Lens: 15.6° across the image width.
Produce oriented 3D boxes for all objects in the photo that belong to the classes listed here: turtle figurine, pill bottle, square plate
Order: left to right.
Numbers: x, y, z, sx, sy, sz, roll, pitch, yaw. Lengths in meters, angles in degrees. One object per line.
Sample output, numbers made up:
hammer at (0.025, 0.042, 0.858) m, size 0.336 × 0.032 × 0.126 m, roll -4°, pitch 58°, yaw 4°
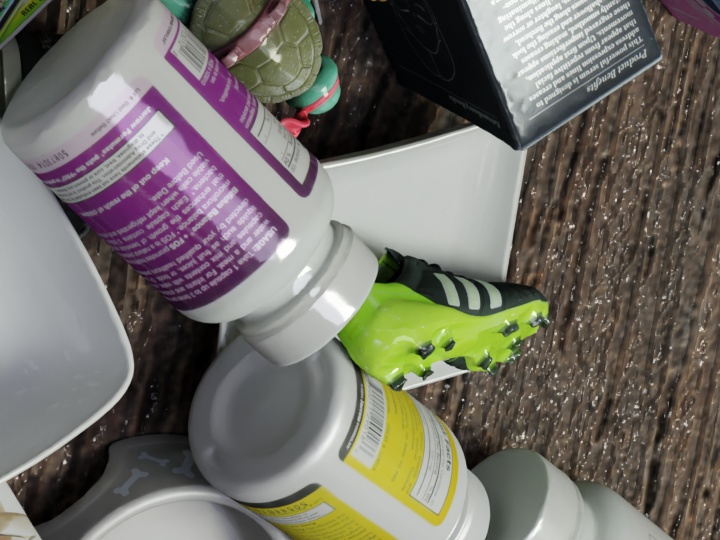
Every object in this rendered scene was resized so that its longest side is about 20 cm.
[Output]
pill bottle at (-0.086, -0.044, 1.401) m, size 0.112 × 0.112 × 0.200 m, roll -47°, pitch 111°, yaw -6°
turtle figurine at (-0.068, -0.146, 1.470) m, size 0.150 × 0.101 × 0.200 m, roll -47°, pitch 118°, yaw -6°
pill bottle at (-0.005, 0.117, 1.567) m, size 0.111 × 0.111 × 0.200 m, roll -53°, pitch 138°, yaw -2°
square plate at (0.000, 0.000, 1.570) m, size 0.199 × 0.028 × 0.199 m, roll -14°, pitch 134°, yaw -24°
pill bottle at (0.147, 0.202, 1.703) m, size 0.200 × 0.114 × 0.114 m, roll 39°, pitch 87°, yaw -33°

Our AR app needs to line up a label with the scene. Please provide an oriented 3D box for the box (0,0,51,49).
box at (-0.218, -0.147, 1.368) m, size 0.200 × 0.035 × 0.110 m, roll -43°, pitch 152°, yaw 6°

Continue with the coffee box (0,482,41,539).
coffee box at (-0.255, 0.138, 1.421) m, size 0.114 × 0.080 × 0.200 m, roll -38°, pitch 103°, yaw -37°

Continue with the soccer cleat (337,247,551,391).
soccer cleat at (0.047, 0.021, 1.555) m, size 0.068 × 0.081 × 0.200 m, roll -49°, pitch 159°, yaw 23°

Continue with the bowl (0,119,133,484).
bowl at (-0.238, 0.024, 1.364) m, size 0.200 × 0.075 × 0.200 m, roll -31°, pitch 93°, yaw -36°

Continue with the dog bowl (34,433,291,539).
dog bowl at (-0.123, 0.202, 1.586) m, size 0.199 × 0.059 × 0.201 m, roll -10°, pitch 112°, yaw -25°

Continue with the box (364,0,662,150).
box at (0.063, -0.192, 1.490) m, size 0.107 × 0.148 × 0.200 m, roll -32°, pitch 121°, yaw -15°

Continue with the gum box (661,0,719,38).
gum box at (0.234, -0.184, 1.556) m, size 0.066 × 0.200 × 0.114 m, roll -48°, pitch 125°, yaw -5°

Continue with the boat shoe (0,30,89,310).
boat shoe at (-0.173, -0.034, 1.464) m, size 0.067 × 0.072 × 0.201 m, roll -6°, pitch 108°, yaw -27°
